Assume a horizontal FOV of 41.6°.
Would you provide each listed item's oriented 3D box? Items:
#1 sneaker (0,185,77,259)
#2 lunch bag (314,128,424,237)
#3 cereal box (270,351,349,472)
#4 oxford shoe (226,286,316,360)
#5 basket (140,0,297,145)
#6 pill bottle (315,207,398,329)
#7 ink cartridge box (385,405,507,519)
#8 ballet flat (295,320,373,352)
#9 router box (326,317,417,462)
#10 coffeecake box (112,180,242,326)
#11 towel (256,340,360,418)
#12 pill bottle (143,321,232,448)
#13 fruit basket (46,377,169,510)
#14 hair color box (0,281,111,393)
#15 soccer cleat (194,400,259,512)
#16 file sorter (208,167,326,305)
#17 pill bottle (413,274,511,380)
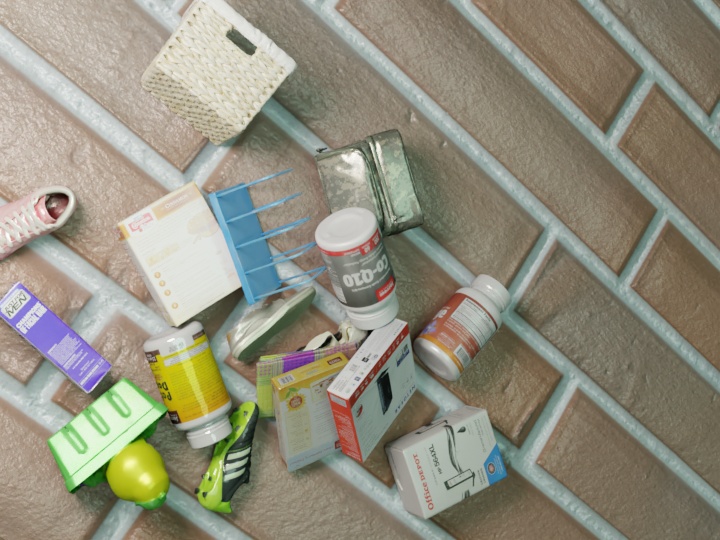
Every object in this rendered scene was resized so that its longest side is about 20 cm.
[{"bbox_3d":[-0.546,-0.079,1.525,0.199,0.104,0.076,-33,103,-20],"label":"sneaker"},{"bbox_3d":[0.012,-0.147,1.763,0.166,0.139,0.202,-16,94,-7],"label":"lunch bag"},{"bbox_3d":[-0.083,0.256,1.705,0.143,0.040,0.202,-19,127,-23],"label":"cereal box"},{"bbox_3d":[-0.163,0.083,1.713,0.199,0.075,0.058,-37,67,-22],"label":"oxford shoe"},{"bbox_3d":[-0.247,-0.338,1.614,0.198,0.200,0.162,38,77,-18],"label":"basket"},{"bbox_3d":[0.000,0.000,1.681,0.113,0.114,0.201,-35,128,-21],"label":"pill bottle"},{"bbox_3d":[0.166,0.370,1.836,0.198,0.084,0.148,-22,97,-24],"label":"ink cartridge box"},{"bbox_3d":[-0.040,0.136,1.756,0.198,0.073,0.074,-24,98,-20],"label":"ballet flat"},{"bbox_3d":[0.026,0.214,1.721,0.200,0.048,0.181,-50,144,-34],"label":"router box"},{"bbox_3d":[-0.311,-0.029,1.643,0.153,0.073,0.202,-32,101,-21],"label":"coffeecake box"},{"bbox_3d":[-0.093,0.199,1.713,0.198,0.023,0.145,-9,125,-18],"label":"towel"},{"bbox_3d":[-0.290,0.197,1.626,0.108,0.109,0.202,-23,97,-23],"label":"pill bottle"},{"bbox_3d":[-0.387,0.305,1.553,0.213,0.156,0.218,3,76,-14],"label":"fruit basket"},{"bbox_3d":[-0.502,0.108,1.535,0.200,0.109,0.065,45,72,-17],"label":"hair color box"},{"bbox_3d":[-0.223,0.331,1.683,0.081,0.067,0.202,32,78,-36],"label":"soccer cleat"},{"bbox_3d":[-0.154,-0.066,1.655,0.121,0.139,0.202,-18,97,18],"label":"file sorter"},{"bbox_3d":[0.203,0.107,1.846,0.112,0.112,0.200,48,71,-15],"label":"pill bottle"}]
